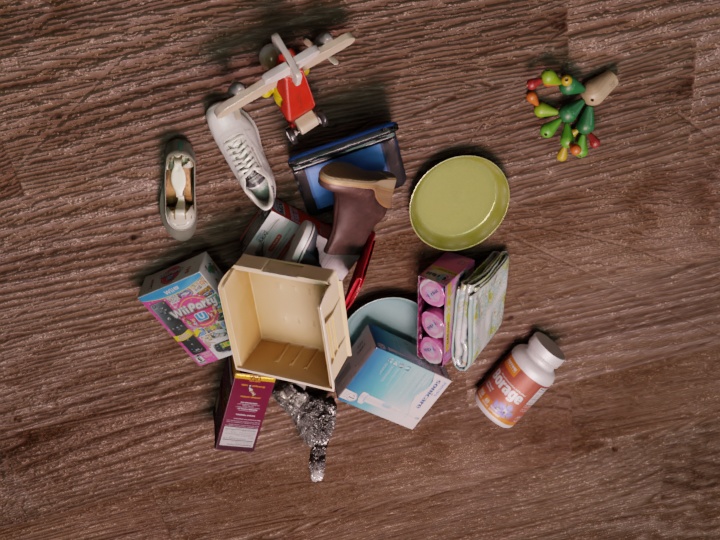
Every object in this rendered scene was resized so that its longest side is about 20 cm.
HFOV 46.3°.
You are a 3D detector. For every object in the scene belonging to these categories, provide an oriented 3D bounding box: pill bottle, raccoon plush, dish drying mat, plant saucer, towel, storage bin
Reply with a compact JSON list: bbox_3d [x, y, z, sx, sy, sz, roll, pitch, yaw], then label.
[{"bbox_3d":[0.347,0.234,1.823,0.111,0.113,0.201,27,113,-26],"label":"pill bottle"},{"bbox_3d":[-0.125,0.325,1.744,0.132,0.203,0.097,13,151,-19],"label":"raccoon plush"},{"bbox_3d":[0.000,0.000,1.545,0.018,0.201,0.077,25,117,-5],"label":"dish drying mat"},{"bbox_3d":[0.050,0.130,1.736,0.196,0.036,0.203,-6,124,-9],"label":"plant saucer"},{"bbox_3d":[0.242,0.078,1.677,0.048,0.171,0.203,21,128,28],"label":"towel"},{"bbox_3d":[-0.129,0.087,1.471,0.197,0.094,0.201,10,128,22],"label":"storage bin"},{"bbox_3d":[0.185,-0.132,1.600,0.196,0.031,0.203,-6,123,-9],"label":"plant saucer"}]

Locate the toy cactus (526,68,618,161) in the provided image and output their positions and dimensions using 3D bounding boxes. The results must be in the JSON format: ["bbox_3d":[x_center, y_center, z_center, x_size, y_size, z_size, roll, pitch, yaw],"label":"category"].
[{"bbox_3d":[0.393,-0.298,1.512,0.164,0.102,0.201,-38,114,1],"label":"toy cactus"}]

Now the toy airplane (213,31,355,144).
[{"bbox_3d":[-0.123,-0.315,1.347,0.198,0.142,0.200,-7,145,-48],"label":"toy airplane"}]

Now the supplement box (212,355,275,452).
[{"bbox_3d":[-0.238,0.255,1.706,0.084,0.111,0.202,8,121,-18],"label":"supplement box"}]

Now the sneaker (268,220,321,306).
[{"bbox_3d":[-0.101,-0.004,1.512,0.078,0.079,0.201,19,132,-11],"label":"sneaker"}]

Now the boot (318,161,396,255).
[{"bbox_3d":[-0.025,-0.097,1.460,0.198,0.072,0.168,-1,125,-51],"label":"boot"}]

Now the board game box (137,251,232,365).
[{"bbox_3d":[-0.298,0.076,1.585,0.146,0.065,0.201,-20,124,21],"label":"board game box"}]

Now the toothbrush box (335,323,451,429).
[{"bbox_3d":[0.063,0.219,1.723,0.198,0.086,0.147,25,113,-25],"label":"toothbrush box"}]

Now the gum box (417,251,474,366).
[{"bbox_3d":[0.168,0.080,1.673,0.113,0.065,0.203,-38,136,-44],"label":"gum box"}]

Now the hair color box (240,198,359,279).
[{"bbox_3d":[-0.113,-0.043,1.571,0.198,0.064,0.111,26,116,-27],"label":"hair color box"}]

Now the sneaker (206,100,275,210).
[{"bbox_3d":[-0.198,-0.197,1.443,0.076,0.081,0.201,-26,123,7],"label":"sneaker"}]

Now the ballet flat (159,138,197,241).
[{"bbox_3d":[-0.319,-0.128,1.469,0.066,0.064,0.203,-1,123,-12],"label":"ballet flat"}]

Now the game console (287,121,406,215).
[{"bbox_3d":[-0.017,-0.174,1.481,0.197,0.171,0.120,-19,98,0],"label":"game console"}]
